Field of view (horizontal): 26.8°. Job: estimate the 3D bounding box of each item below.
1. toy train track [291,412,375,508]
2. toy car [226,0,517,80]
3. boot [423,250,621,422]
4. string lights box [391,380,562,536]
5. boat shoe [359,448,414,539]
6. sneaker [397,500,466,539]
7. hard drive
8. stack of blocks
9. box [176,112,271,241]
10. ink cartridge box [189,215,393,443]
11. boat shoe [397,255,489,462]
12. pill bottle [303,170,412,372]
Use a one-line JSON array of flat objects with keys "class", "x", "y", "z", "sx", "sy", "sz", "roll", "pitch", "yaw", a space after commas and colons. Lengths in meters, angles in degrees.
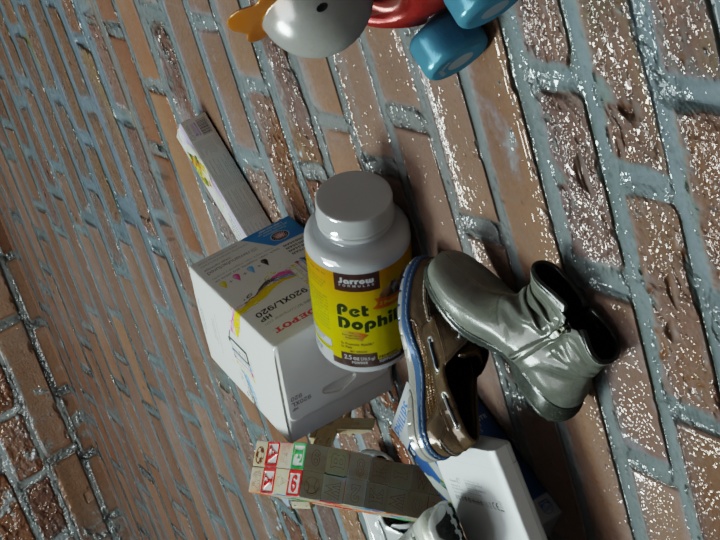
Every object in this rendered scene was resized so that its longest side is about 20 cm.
[{"class": "toy train track", "x": -0.045, "y": 0.223, "z": 1.823, "sx": 0.113, "sy": 0.201, "sz": 0.033, "roll": -1, "pitch": 123, "yaw": 15}, {"class": "toy car", "x": -0.011, "y": -0.232, "z": 1.175, "sx": 0.186, "sy": 0.199, "sz": 0.177, "roll": 59, "pitch": 158, "yaw": 9}, {"class": "boot", "x": 0.144, "y": 0.028, "z": 1.319, "sx": 0.200, "sy": 0.067, "sz": 0.131, "roll": 47, "pitch": 149, "yaw": 20}, {"class": "string lights box", "x": 0.117, "y": 0.204, "z": 1.564, "sx": 0.201, "sy": 0.059, "sz": 0.103, "roll": 53, "pitch": 153, "yaw": 23}, {"class": "boat shoe", "x": 0.050, "y": 0.311, "z": 1.845, "sx": 0.068, "sy": 0.071, "sz": 0.202, "roll": -26, "pitch": 82, "yaw": 69}, {"class": "sneaker", "x": 0.069, "y": 0.281, "z": 1.508, "sx": 0.200, "sy": 0.080, "sz": 0.076, "roll": 76, "pitch": 174, "yaw": -72}, {"class": "hard drive", "x": 0.138, "y": 0.254, "z": 1.467, "sx": 0.132, "sy": 0.026, "sz": 0.202, "roll": 0, "pitch": 113, "yaw": 64}, {"class": "stack of blocks", "x": -0.011, "y": 0.238, "z": 1.697, "sx": 0.115, "sy": 0.198, "sz": 0.059, "roll": -9, "pitch": 69, "yaw": 57}, {"class": "box", "x": -0.165, "y": -0.102, "z": 1.888, "sx": 0.201, "sy": 0.041, "sz": 0.039, "roll": 58, "pitch": 159, "yaw": 11}, {"class": "ink cartridge box", "x": -0.078, "y": 0.064, "z": 1.735, "sx": 0.200, "sy": 0.146, "sz": 0.146, "roll": 39, "pitch": 148, "yaw": 45}, {"class": "boat shoe", "x": 0.086, "y": 0.079, "z": 1.447, "sx": 0.072, "sy": 0.072, "sz": 0.203, "roll": -16, "pitch": 72, "yaw": 37}, {"class": "pill bottle", "x": 0.000, "y": 0.000, "z": 1.535, "sx": 0.109, "sy": 0.108, "sz": 0.201, "roll": 44, "pitch": 152, "yaw": 39}]
